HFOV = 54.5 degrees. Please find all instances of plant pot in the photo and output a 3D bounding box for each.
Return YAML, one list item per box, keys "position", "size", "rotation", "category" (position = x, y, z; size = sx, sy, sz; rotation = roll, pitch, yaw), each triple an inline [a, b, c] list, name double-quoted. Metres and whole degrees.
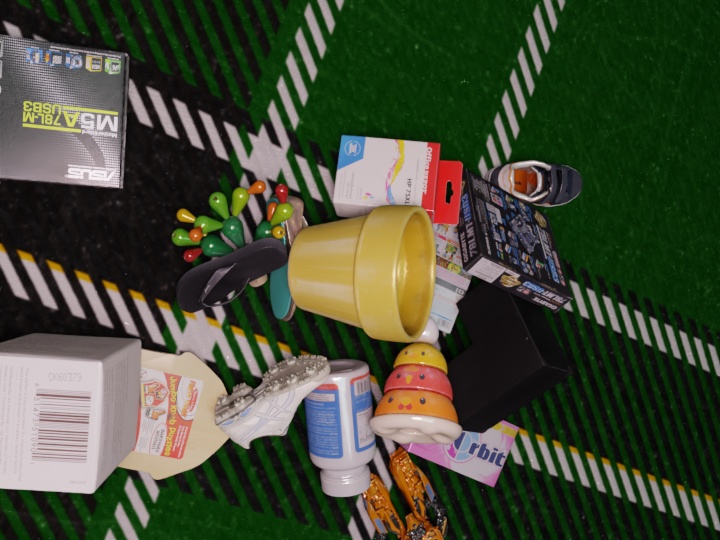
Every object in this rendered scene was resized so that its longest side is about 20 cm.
- position: [0.000, 0.000, 1.058]
  size: [0.187, 0.200, 0.204]
  rotation: [4, 94, 23]
  category: "plant pot"

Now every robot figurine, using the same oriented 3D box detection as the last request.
- position: [0.076, 0.420, 1.212]
  size: [0.144, 0.058, 0.202]
  rotation: [-30, 102, -14]
  category: "robot figurine"

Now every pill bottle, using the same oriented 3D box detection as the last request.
- position: [-0.033, 0.254, 1.133]
  size: [0.111, 0.112, 0.203]
  rotation: [-6, 96, -19]
  category: "pill bottle"

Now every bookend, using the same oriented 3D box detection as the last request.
- position: [0.212, 0.131, 1.158]
  size: [0.092, 0.200, 0.200]
  rotation: [18, 130, -42]
  category: "bookend"

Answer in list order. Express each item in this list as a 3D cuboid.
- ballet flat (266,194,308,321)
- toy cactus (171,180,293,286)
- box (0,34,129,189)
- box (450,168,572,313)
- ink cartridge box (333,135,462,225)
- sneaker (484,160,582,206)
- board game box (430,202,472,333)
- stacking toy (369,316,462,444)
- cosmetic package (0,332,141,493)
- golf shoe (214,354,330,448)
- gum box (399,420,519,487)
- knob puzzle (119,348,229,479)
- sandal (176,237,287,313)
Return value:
- position: [-0.106, -0.022, 1.115]
  size: [0.067, 0.068, 0.203]
  rotation: [-7, 99, -43]
  category: "ballet flat"
- position: [-0.182, -0.044, 1.060]
  size: [0.198, 0.103, 0.166]
  rotation: [-20, 124, 3]
  category: "toy cactus"
- position: [-0.434, -0.220, 0.991]
  size: [0.197, 0.047, 0.196]
  rotation: [4, 91, -19]
  category: "box"
- position: [0.245, -0.050, 1.151]
  size: [0.197, 0.050, 0.202]
  rotation: [24, 43, -27]
  category: "box"
- position: [0.062, -0.141, 1.108]
  size: [0.197, 0.067, 0.118]
  rotation: [5, 75, 5]
  category: "ink cartridge box"
- position: [0.326, -0.154, 1.248]
  size: [0.197, 0.079, 0.080]
  rotation: [-3, 94, -20]
  category: "sneaker"
- position: [0.117, -0.015, 1.192]
  size: [0.146, 0.064, 0.202]
  rotation: [24, 87, -20]
  category: "board game box"
- position: [0.091, 0.168, 1.115]
  size: [0.144, 0.146, 0.202]
  rotation: [14, 65, -20]
  category: "stacking toy"
- position: [-0.400, 0.180, 0.934]
  size: [0.163, 0.200, 0.167]
  rotation: [4, 91, -4]
  category: "cosmetic package"
- position: [-0.123, 0.203, 1.076]
  size: [0.198, 0.079, 0.098]
  rotation: [-27, 114, 9]
  category: "golf shoe"
- position: [0.165, 0.285, 1.229]
  size: [0.198, 0.066, 0.115]
  rotation: [26, 86, -19]
  category: "gum box"
- position: [-0.290, 0.222, 1.083]
  size: [0.217, 0.030, 0.223]
  rotation: [-1, 94, -19]
  category: "knob puzzle"
- position: [-0.198, 0.014, 1.037]
  size: [0.199, 0.043, 0.076]
  rotation: [-29, 141, 21]
  category: "sandal"
